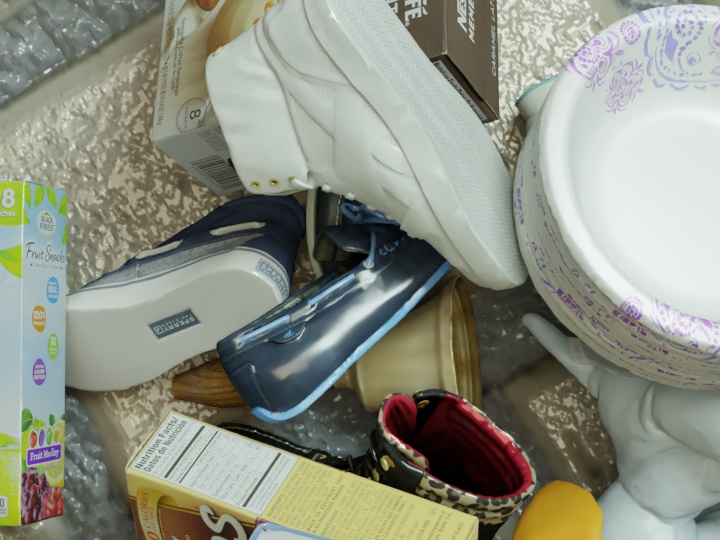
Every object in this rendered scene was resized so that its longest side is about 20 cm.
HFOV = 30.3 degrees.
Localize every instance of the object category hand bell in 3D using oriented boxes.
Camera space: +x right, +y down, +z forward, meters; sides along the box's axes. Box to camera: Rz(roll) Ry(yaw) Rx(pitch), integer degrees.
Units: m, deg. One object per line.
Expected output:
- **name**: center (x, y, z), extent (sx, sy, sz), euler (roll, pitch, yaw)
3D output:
- **hand bell**: center (-0.028, 0.065, 0.849), extent (0.197, 0.104, 0.106), euler (-5, 85, 14)

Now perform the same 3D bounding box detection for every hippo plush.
- **hippo plush**: center (0.195, 0.134, 0.787), extent (0.197, 0.159, 0.164), euler (10, 98, -16)

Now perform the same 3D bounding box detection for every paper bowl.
- **paper bowl**: center (0.181, -0.033, 0.730), extent (0.197, 0.105, 0.204), euler (4, 66, -8)

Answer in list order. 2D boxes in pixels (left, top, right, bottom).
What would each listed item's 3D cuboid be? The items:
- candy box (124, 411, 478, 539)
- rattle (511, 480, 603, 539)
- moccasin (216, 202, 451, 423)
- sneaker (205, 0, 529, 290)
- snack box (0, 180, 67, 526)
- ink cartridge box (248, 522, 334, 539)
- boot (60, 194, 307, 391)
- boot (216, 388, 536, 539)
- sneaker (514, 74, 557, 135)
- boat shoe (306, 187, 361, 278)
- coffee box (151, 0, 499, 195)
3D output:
- **candy box**: center (-0.034, 0.167, 0.764), extent (0.197, 0.118, 0.057), euler (16, 42, 22)
- **rattle**: center (0.143, 0.241, 0.738), extent (0.200, 0.143, 0.130), euler (44, 100, -4)
- **moccasin**: center (0.000, 0.000, 0.773), extent (0.068, 0.080, 0.200), euler (48, 64, -6)
- **sneaker**: center (0.001, -0.058, 0.725), extent (0.115, 0.074, 0.201), euler (-25, 112, 33)
- **snack box**: center (-0.268, 0.050, 0.813), extent (0.166, 0.068, 0.204), euler (-2, 86, 12)
- **ink cartridge box**: center (-0.049, 0.255, 0.682), extent (0.075, 0.137, 0.203), euler (13, 120, 12)
- **boot**: center (-0.124, 0.013, 0.860), extent (0.197, 0.091, 0.073), euler (-14, 122, 23)
- **boot**: center (0.000, 0.122, 0.795), extent (0.198, 0.151, 0.073), euler (31, 49, 4)
- **sneaker**: center (0.198, -0.109, 0.828), extent (0.198, 0.076, 0.082), euler (-22, 88, 31)
- **boat shoe**: center (0.026, -0.081, 0.846), extent (0.074, 0.066, 0.202), euler (29, 79, -38)
- **coffee box**: center (-0.021, -0.132, 0.802), extent (0.197, 0.080, 0.116), euler (-13, 61, 26)
